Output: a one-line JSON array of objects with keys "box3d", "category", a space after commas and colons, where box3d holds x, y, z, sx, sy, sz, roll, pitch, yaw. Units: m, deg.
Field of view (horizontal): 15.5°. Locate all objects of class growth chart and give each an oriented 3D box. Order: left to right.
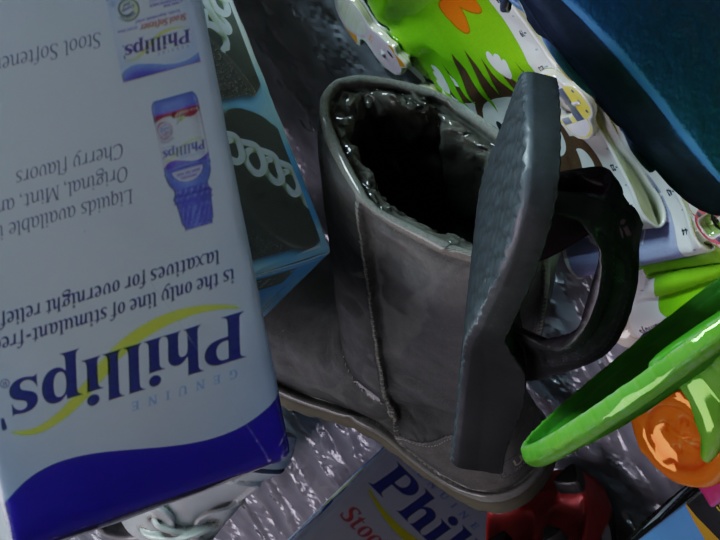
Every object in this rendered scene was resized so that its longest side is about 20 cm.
[{"box3d": [0.056, -0.054, 0.888, 0.200, 0.018, 0.145, 49, 157, -1], "category": "growth chart"}]

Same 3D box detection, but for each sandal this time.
[{"box3d": [0.057, 0.002, 0.795, 0.048, 0.076, 0.201, 7, 157, 1], "category": "sandal"}]

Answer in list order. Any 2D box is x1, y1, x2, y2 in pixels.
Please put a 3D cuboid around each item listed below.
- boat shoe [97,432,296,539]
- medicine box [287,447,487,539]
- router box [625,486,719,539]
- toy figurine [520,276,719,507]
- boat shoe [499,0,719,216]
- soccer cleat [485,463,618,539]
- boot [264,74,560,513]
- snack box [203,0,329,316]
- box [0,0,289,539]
[{"box3d": [-0.088, 0.104, 1.272, 0.072, 0.066, 0.200, 13, 170, -25], "category": "boat shoe"}, {"box3d": [-0.020, 0.178, 1.139, 0.103, 0.200, 0.182, 44, 156, 2], "category": "medicine box"}, {"box3d": [0.186, 0.147, 0.931, 0.200, 0.051, 0.149, 45, 154, 6], "category": "router box"}, {"box3d": [0.170, 0.067, 0.711, 0.184, 0.150, 0.200, 52, 142, 2], "category": "toy figurine"}, {"box3d": [0.059, -0.089, 0.751, 0.069, 0.084, 0.200, 10, 134, 59], "category": "boat shoe"}, {"box3d": [0.068, 0.166, 1.007, 0.068, 0.200, 0.085, -10, 134, 28], "category": "soccer cleat"}, {"box3d": [0.000, -0.002, 0.968, 0.182, 0.073, 0.200, 26, 161, 22], "category": "boot"}, {"box3d": [-0.077, -0.077, 0.961, 0.200, 0.037, 0.116, 69, 158, 10], "category": "snack box"}, {"box3d": [-0.123, -0.030, 0.914, 0.184, 0.105, 0.201, 22, 125, 61], "category": "box"}]
